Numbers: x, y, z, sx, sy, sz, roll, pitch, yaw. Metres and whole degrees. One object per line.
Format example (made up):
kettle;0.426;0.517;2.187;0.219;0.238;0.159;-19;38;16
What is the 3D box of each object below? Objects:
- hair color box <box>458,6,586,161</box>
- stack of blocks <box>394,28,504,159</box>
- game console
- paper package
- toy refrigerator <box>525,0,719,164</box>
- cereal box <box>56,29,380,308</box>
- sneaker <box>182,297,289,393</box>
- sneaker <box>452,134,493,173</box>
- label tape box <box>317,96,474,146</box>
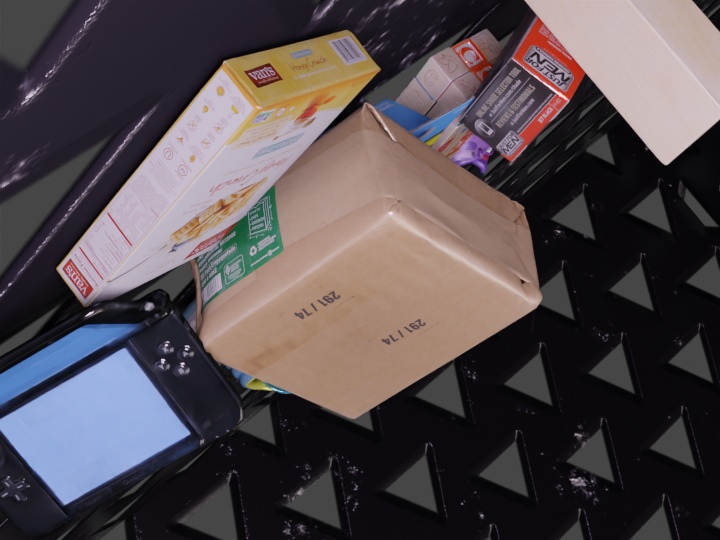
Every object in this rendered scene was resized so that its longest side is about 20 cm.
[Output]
hair color box;0.165;-0.197;1.093;0.201;0.061;0.102;-57;-175;-33
stack of blocks;0.050;-0.122;1.188;0.115;0.059;0.200;-35;172;-42
game console;-0.200;0.107;0.871;0.198;0.177;0.117;-28;-154;10
paper package;0.000;0.000;0.968;0.199;0.105;0.190;-34;138;28
toy refrigerator;0.208;-0.190;1.001;0.070;0.201;0.076;-34;172;-38
cereal box;-0.090;-0.064;0.818;0.200;0.040;0.143;-44;172;34
sneaker;-0.077;0.049;1.298;0.199;0.131;0.080;-36;172;-42
sneaker;0.118;-0.149;1.312;0.200;0.084;0.081;-43;174;13
label tape box;-0.012;-0.080;1.074;0.144;0.063;0.200;-34;167;-48
